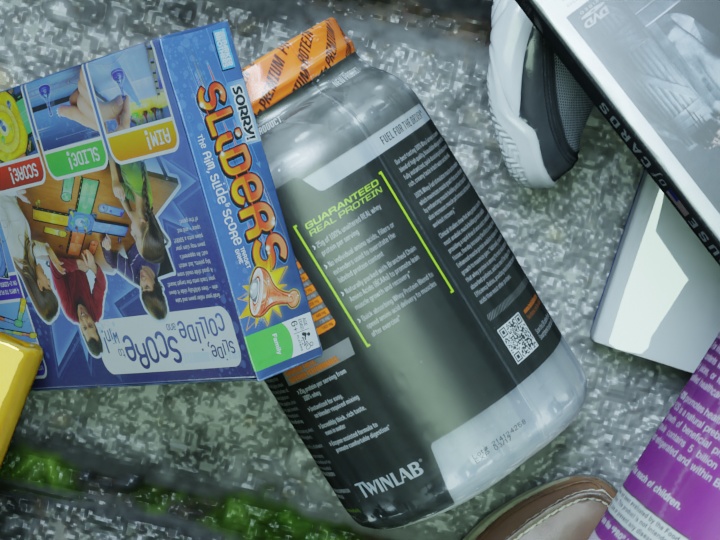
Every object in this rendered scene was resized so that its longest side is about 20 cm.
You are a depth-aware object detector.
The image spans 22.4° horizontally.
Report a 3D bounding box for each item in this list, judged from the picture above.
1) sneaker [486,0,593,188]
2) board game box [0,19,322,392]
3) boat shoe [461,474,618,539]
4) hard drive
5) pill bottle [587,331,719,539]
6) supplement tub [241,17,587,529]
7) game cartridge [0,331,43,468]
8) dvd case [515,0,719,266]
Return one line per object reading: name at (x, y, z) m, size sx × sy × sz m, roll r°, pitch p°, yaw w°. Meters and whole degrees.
sneaker at (0.122, -0.129, 0.780) m, size 0.114 × 0.075 × 0.201 m, roll 10°, pitch 94°, yaw 18°
board game box at (-0.104, -0.019, 0.759) m, size 0.034 × 0.200 × 0.136 m, roll -21°, pitch 99°, yaw -37°
boat shoe at (0.052, 0.177, 0.833) m, size 0.076 × 0.072 × 0.200 m, roll 42°, pitch 96°, yaw -5°
hard drive at (0.198, -0.044, 0.827) m, size 0.132 × 0.025 × 0.200 m, roll 17°, pitch 97°, yaw -1°
pill bottle at (0.185, 0.079, 0.771) m, size 0.112 × 0.112 × 0.200 m, roll 31°, pitch 94°, yaw -3°
supplement tub at (0.000, 0.000, 0.786) m, size 0.122 × 0.123 × 0.200 m, roll -31°, pitch 96°, yaw 4°
game cartridge at (-0.252, 0.097, 0.777) m, size 0.176 × 0.032 × 0.200 m, roll 20°, pitch 89°, yaw -8°
dvd case at (0.178, -0.078, 0.717) m, size 0.150 × 0.025 × 0.200 m, roll -37°, pitch 86°, yaw -4°
